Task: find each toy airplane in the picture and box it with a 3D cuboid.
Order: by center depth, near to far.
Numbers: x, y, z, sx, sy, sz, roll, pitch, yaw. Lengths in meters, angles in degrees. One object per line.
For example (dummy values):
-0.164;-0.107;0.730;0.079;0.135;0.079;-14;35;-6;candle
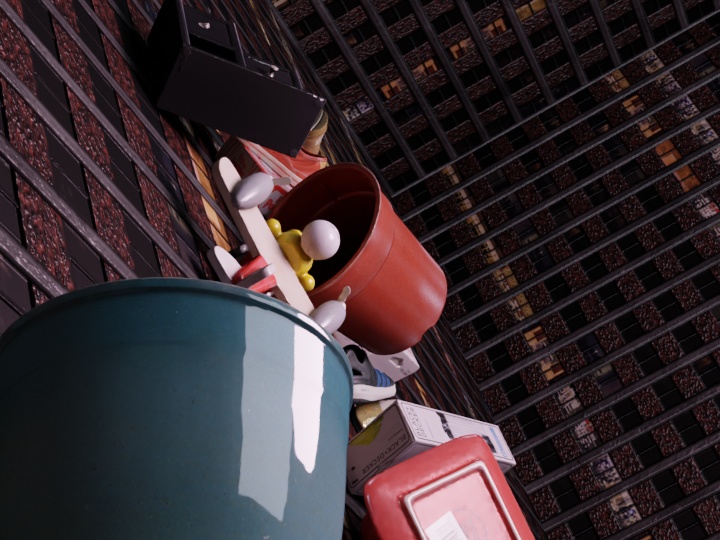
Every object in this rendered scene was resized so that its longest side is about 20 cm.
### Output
-0.089;-0.012;1.416;0.200;0.140;0.200;54;11;-48;toy airplane

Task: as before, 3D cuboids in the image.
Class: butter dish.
0.079;0.311;1.410;0.199;0.148;0.201;-17;76;-41;butter dish

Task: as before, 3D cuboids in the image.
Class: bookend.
-0.166;-0.262;1.653;0.199;0.092;0.199;19;28;-23;bookend

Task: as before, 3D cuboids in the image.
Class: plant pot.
-0.098;0.139;0.639;0.200;0.199;0.189;53;26;-47;plant pot
0.000;0.000;1.630;0.195;0.200;0.201;41;18;-38;plant pot

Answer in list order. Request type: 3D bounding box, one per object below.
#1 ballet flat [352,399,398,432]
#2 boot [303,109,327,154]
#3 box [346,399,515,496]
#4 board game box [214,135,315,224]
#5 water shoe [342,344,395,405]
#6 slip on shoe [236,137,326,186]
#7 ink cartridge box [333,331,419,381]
0.043;0.213;1.794;0.071;0.070;0.200;64;8;21;ballet flat
-0.134;-0.175;1.838;0.174;0.066;0.201;31;-37;11;boot
0.081;0.228;1.541;0.199;0.117;0.060;18;37;-44;box
-0.098;-0.090;1.745;0.200;0.046;0.152;37;9;-36;board game box
0.002;0.137;1.704;0.200;0.071;0.080;13;68;-79;water shoe
-0.129;-0.188;1.731;0.200;0.061;0.074;39;9;-5;slip on shoe
-0.001;0.069;1.965;0.201;0.083;0.147;65;8;29;ink cartridge box
